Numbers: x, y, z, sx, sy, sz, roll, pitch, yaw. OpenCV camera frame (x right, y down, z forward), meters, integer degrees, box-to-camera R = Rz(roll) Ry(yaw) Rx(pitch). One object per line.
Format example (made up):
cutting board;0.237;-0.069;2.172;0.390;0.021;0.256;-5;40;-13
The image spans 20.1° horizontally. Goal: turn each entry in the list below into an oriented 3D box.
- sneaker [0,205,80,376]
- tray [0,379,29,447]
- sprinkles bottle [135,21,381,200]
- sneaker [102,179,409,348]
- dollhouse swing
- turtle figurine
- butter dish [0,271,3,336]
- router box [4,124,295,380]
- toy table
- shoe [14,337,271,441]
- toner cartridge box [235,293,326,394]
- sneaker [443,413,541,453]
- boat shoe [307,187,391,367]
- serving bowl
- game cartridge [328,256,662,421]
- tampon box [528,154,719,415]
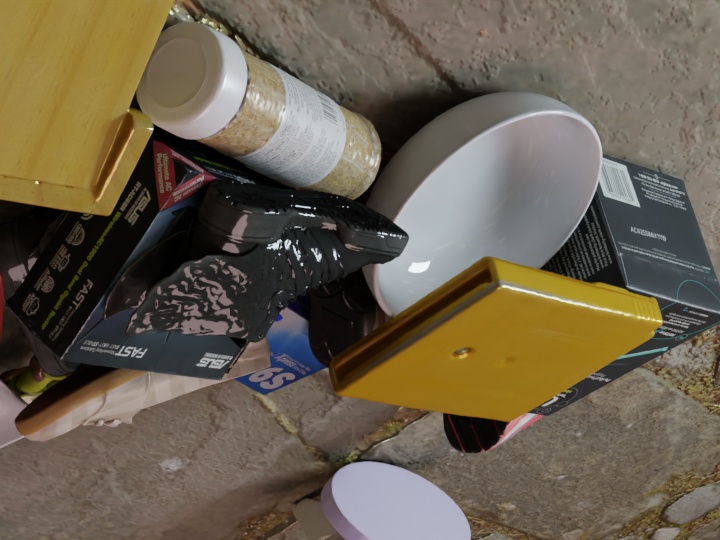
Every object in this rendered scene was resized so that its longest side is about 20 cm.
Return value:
sneaker;-0.194;0.003;1.423;0.104;0.060;0.200;-17;145;1
tray;-0.330;0.077;1.503;0.107;0.022;0.200;-23;136;16
sprinkles bottle;-0.061;-0.097;1.307;0.068;0.069;0.200;-27;155;22
sneaker;-0.063;0.001;1.307;0.199;0.060;0.105;8;111;-44
dollhouse swing;-0.227;-0.136;1.150;0.199;0.177;0.181;8;-172;-45
turtle figurine;-0.269;0.092;1.591;0.161;0.065;0.200;-28;154;24
butter dish;-0.353;0.073;1.383;0.198;0.201;0.148;6;-176;-15
router box;-0.121;-0.009;1.355;0.150;0.062;0.200;-55;153;12
toy table;0.010;0.284;2.097;0.199;0.184;0.117;22;121;-38
shoe;-0.160;0.086;1.511;0.199;0.054;0.070;-25;-170;-2
toner cartridge box;-0.085;0.043;1.636;0.095;0.043;0.200;-26;155;15
sneaker;0.164;0.122;1.948;0.086;0.074;0.200;5;149;-44
boat shoe;0.000;0.000;1.575;0.074;0.075;0.201;-50;160;-33
serving bowl;0.076;-0.055;1.467;0.199;0.066;0.201;-27;146;-20
game cartridge;0.104;0.055;1.511;0.199;0.033;0.176;11;144;-45
tampon box;0.162;0.014;1.635;0.200;0.127;0.149;-33;150;34
